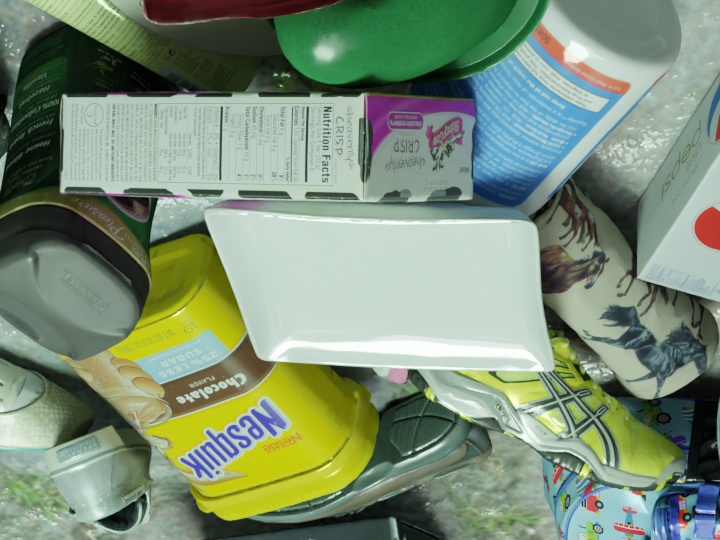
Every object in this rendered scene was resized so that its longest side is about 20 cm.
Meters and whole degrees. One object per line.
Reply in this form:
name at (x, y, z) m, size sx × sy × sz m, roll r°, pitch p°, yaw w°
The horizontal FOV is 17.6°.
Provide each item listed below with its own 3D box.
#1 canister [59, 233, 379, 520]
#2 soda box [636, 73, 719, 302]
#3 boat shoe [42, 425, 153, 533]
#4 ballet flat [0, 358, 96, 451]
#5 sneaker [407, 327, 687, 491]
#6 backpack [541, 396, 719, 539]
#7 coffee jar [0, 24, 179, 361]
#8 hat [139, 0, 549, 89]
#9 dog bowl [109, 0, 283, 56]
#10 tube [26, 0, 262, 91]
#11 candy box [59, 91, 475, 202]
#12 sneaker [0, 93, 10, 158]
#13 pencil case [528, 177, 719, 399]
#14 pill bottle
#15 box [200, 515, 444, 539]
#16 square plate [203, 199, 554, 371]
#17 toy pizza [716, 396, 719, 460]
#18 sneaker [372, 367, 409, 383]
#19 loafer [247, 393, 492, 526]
canister at (-0.102, 0.075, 1.610) m, size 0.148 × 0.087 × 0.200 m, roll -19°, pitch 131°, yaw 30°
soda box at (0.237, -0.071, 1.427) m, size 0.063 × 0.068 × 0.200 m, roll 16°, pitch 137°, yaw -12°
boat shoe at (-0.182, 0.154, 1.647) m, size 0.070 × 0.072 × 0.201 m, roll -19°, pitch 174°, yaw 0°
ballet flat at (-0.290, 0.087, 1.663) m, size 0.198 × 0.068 × 0.063 m, roll 5°, pitch 128°, yaw 0°
sneaker at (0.134, 0.085, 1.542) m, size 0.199 × 0.075 × 0.077 m, roll 25°, pitch 96°, yaw -11°
backpack at (0.226, 0.175, 1.651) m, size 0.198 × 0.135 × 0.183 m, roll 2°, pitch 137°, yaw 9°
coffee jar at (-0.170, -0.048, 1.400) m, size 0.085 × 0.201 × 0.104 m, roll -26°, pitch 129°, yaw 30°
hat at (-0.003, -0.113, 1.204) m, size 0.198 × 0.177 × 0.166 m, roll 9°, pitch 134°, yaw 1°
dog bowl at (-0.065, -0.218, 1.294) m, size 0.198 × 0.079 × 0.201 m, roll 3°, pitch 138°, yaw 3°
tube at (-0.152, -0.165, 1.387) m, size 0.199 × 0.052 × 0.058 m, roll 27°, pitch 101°, yaw -19°
candy box at (-0.052, -0.071, 1.311) m, size 0.199 × 0.062 × 0.136 m, roll 3°, pitch -176°, yaw 28°
sneaker at (-0.254, -0.112, 1.448) m, size 0.079 × 0.076 × 0.200 m, roll 7°, pitch 147°, yaw -18°
pencil case at (0.153, 0.007, 1.517) m, size 0.078 × 0.090 × 0.200 m, roll -44°, pitch 123°, yaw 7°
pill bottle at (0.091, -0.101, 1.377) m, size 0.112 × 0.113 × 0.200 m, roll 25°, pitch 132°, yaw -20°
box at (-0.041, 0.255, 1.748) m, size 0.198 × 0.105 × 0.148 m, roll -9°, pitch 164°, yaw 17°
square plate at (0.017, 0.007, 1.427) m, size 0.196 × 0.029 × 0.200 m, roll 2°, pitch 152°, yaw 9°
toy pizza at (0.324, 0.104, 1.546) m, size 0.199 × 0.202 × 0.032 m, roll 21°, pitch 172°, yaw -16°
sneaker at (0.000, 0.000, 1.526) m, size 0.086 × 0.081 × 0.201 m, roll 10°, pitch 135°, yaw 4°
loafer at (0.003, 0.150, 1.696) m, size 0.199 × 0.072 × 0.063 m, roll -22°, pitch 137°, yaw 24°
